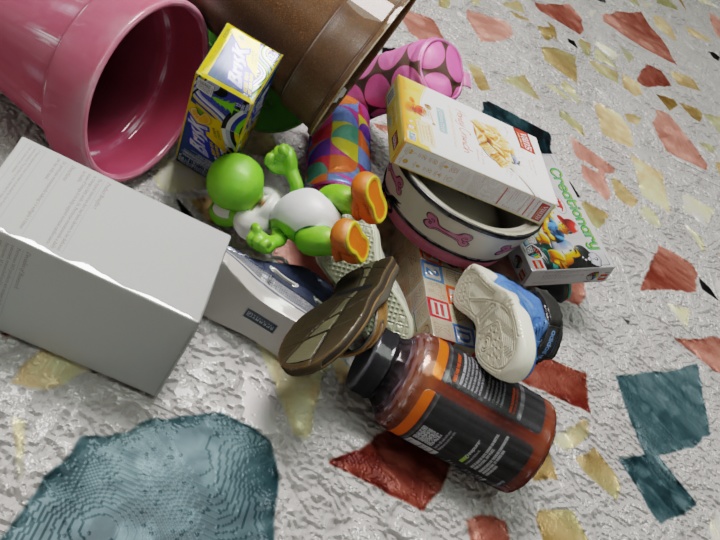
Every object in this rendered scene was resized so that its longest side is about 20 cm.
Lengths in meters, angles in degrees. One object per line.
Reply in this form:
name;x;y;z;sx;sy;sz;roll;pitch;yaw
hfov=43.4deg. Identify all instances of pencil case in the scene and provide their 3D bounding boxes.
pencil case;-0.031;-0.130;1.093;0.088;0.088;0.200;23;40;-17
pencil case;0.042;-0.235;1.167;0.094;0.200;0.091;-3;91;-42

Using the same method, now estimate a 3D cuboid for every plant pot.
plant pot;-0.282;-0.215;0.917;0.179;0.200;0.200;29;37;14
plant pot;-0.069;-0.283;0.960;0.198;0.200;0.200;38;38;-4

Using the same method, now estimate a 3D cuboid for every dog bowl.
dog bowl;0.113;-0.085;1.069;0.200;0.074;0.200;21;36;-16

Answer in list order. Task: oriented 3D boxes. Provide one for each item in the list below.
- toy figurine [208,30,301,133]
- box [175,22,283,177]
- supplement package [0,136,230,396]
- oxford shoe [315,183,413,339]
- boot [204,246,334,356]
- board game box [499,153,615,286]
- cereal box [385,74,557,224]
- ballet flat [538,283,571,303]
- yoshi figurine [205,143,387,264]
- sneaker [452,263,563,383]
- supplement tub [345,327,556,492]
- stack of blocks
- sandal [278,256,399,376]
toy figurine;-0.109;-0.292;1.159;0.200;0.150;0.184;50;25;-10
box;-0.142;-0.167;0.944;0.064;0.200;0.070;29;66;-7
supplement package;-0.233;-0.001;0.782;0.200;0.117;0.117;26;39;-13
oxford shoe;0.000;0.000;0.984;0.200;0.075;0.058;64;3;13
boot;-0.106;0.014;0.909;0.200;0.073;0.090;38;33;-13
board game box;0.231;-0.070;1.173;0.126;0.035;0.200;-3;54;-24
cereal box;0.126;-0.141;1.047;0.200;0.040;0.144;19;37;-18
ballet flat;0.231;-0.040;1.221;0.073;0.073;0.200;15;50;-25
yoshi figurine;-0.082;-0.071;0.918;0.200;0.112;0.112;9;14;31
sneaker;0.171;0.064;0.930;0.111;0.077;0.200;23;14;-16
supplement tub;0.087;0.132;0.901;0.200;0.107;0.107;30;39;-9
stack of blocks;0.105;0.030;1.053;0.115;0.059;0.200;17;42;-23
sandal;-0.009;0.049;0.870;0.055;0.082;0.200;66;27;-16
